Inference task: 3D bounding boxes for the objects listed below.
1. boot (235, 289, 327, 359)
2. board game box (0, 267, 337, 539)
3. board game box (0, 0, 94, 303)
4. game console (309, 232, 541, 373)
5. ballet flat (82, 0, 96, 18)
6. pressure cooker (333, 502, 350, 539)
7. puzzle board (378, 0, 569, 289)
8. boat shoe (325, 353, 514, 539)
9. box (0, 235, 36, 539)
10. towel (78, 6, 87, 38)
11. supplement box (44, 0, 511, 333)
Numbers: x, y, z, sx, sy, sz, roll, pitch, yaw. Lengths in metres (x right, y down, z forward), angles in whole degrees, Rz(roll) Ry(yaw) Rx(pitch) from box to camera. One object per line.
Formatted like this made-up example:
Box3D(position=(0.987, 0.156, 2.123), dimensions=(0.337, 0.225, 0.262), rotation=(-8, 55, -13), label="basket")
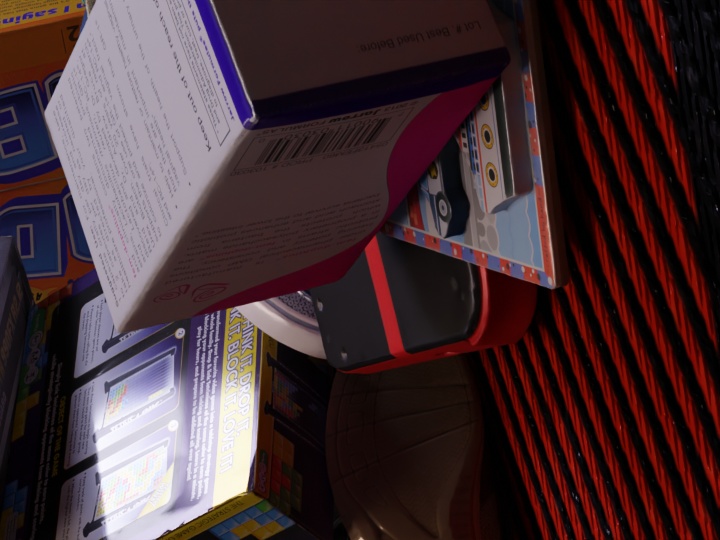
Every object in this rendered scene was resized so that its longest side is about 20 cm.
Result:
Box3D(position=(-0.043, -0.059, 1.275), dimensions=(0.200, 0.073, 0.091), rotation=(55, 142, 28), label="boot")
Box3D(position=(-0.087, 0.069, 1.321), dimensions=(0.057, 0.165, 0.201), rotation=(40, -145, -34), label="board game box")
Box3D(position=(-0.179, -0.100, 1.836), dimensions=(0.200, 0.199, 0.201), rotation=(-121, 20, -64), label="board game box")
Box3D(position=(0.007, -0.061, 1.160), dimensions=(0.177, 0.031, 0.201), rotation=(163, 93, -68), label="game console")
Box3D(position=(-0.106, -0.125, 1.401), dimensions=(0.071, 0.070, 0.201), rotation=(-119, 20, -59), label="ballet flat")
Box3D(position=(-0.047, 0.131, 1.420), dimensions=(0.200, 0.178, 0.177), rotation=(-114, 15, -54), label="pressure cooker")
Box3D(position=(0.022, -0.101, 1.044), dimensions=(0.151, 0.017, 0.201), rotation=(21, 122, 63), label="puzzle board")
Box3D(position=(0.031, 0.113, 1.252), dimensions=(0.065, 0.072, 0.201), rotation=(61, -165, -59), label="boat shoe")
Box3D(position=(-0.183, 0.106, 1.379), dimensions=(0.200, 0.048, 0.159), rotation=(-86, -13, -51), label="box")
Box3D(position=(-0.113, -0.145, 1.508), dimensions=(0.112, 0.048, 0.200), rotation=(-94, 17, -44), label="towel")
Box3D(position=(-0.037, -0.065, 1.050), dimensions=(0.104, 0.101, 0.200), rotation=(69, 155, 17), label="supplement box")
